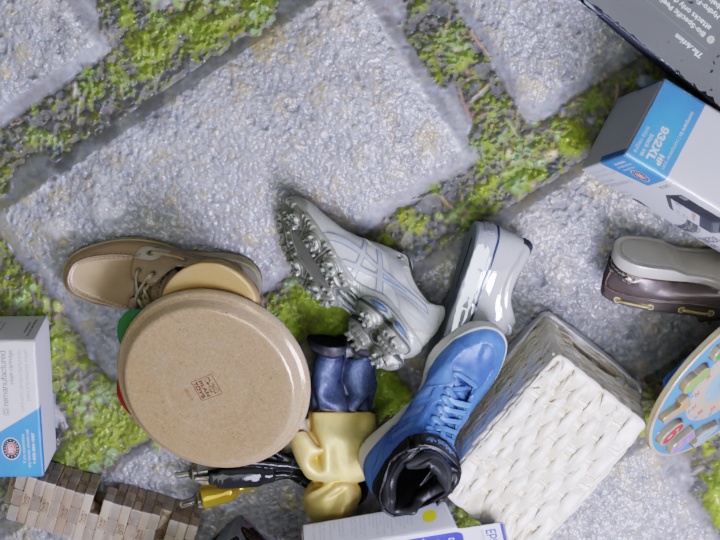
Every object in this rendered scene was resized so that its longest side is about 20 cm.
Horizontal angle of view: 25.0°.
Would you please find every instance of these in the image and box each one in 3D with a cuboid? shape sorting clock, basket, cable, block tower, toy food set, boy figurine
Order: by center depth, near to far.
[{"bbox_3d":[-0.145,0.101,1.564,0.198,0.049,0.200,-38,103,23],"label":"toy food set"},{"bbox_3d":[0.356,0.106,1.575,0.039,0.199,0.201,42,105,31],"label":"shape sorting clock"},{"bbox_3d":[0.175,0.166,1.607,0.135,0.123,0.200,37,103,-10],"label":"basket"},{"bbox_3d":[-0.017,0.167,1.621,0.123,0.064,0.202,-3,101,-27],"label":"boy figurine"},{"bbox_3d":[-0.266,0.247,1.662,0.198,0.058,0.054,18,104,-4],"label":"block tower"},{"bbox_3d":[-0.090,0.198,1.668,0.198,0.050,0.098,1,97,-14],"label":"cable"}]

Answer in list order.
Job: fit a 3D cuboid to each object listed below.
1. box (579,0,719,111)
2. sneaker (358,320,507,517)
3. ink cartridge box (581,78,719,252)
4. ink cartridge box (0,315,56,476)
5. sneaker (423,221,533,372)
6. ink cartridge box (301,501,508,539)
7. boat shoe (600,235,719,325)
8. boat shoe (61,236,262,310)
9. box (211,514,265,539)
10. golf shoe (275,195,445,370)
[{"bbox_3d":[0.330,-0.272,1.487,0.196,0.118,0.200,37,102,-10],"label":"box"},{"bbox_3d":[0.079,0.147,1.535,0.077,0.111,0.200,36,102,-26],"label":"sneaker"},{"bbox_3d":[0.325,-0.085,1.513,0.199,0.145,0.084,30,84,-6],"label":"ink cartridge box"},{"bbox_3d":[-0.410,0.126,1.611,0.198,0.084,0.147,-1,106,-1],"label":"ink cartridge box"},{"bbox_3d":[0.116,0.053,1.601,0.070,0.073,0.202,16,108,-9],"label":"sneaker"},{"bbox_3d":[0.057,0.305,1.632,0.198,0.047,0.198,-11,138,4],"label":"ink cartridge box"},{"bbox_3d":[0.335,0.018,1.597,0.198,0.072,0.060,11,125,-10],"label":"boat shoe"},{"bbox_3d":[-0.196,0.010,1.590,0.198,0.065,0.072,1,106,-1],"label":"boat shoe"},{"bbox_3d":[-0.156,0.375,1.669,0.200,0.115,0.132,-42,101,9],"label":"box"},{"bbox_3d":[0.000,0.000,1.590,0.097,0.078,0.200,-34,82,-33],"label":"golf shoe"}]
